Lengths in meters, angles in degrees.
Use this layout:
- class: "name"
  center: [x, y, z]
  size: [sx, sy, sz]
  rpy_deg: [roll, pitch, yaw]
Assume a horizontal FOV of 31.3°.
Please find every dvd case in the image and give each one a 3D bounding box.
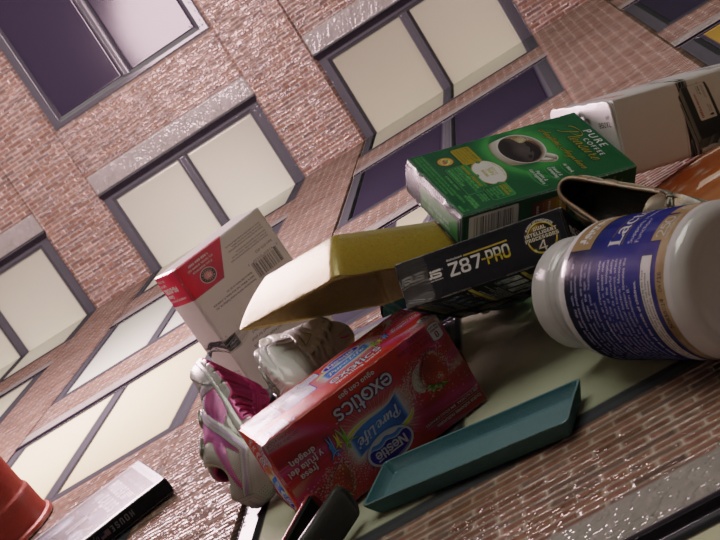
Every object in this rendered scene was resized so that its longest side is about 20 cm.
- class: "dvd case"
  center: [-0.320, 0.303, 1.516]
  size: [0.199, 0.025, 0.150]
  rpy_deg: [-38, 13, -17]

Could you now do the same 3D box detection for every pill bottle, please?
- class: "pill bottle"
  center: [0.226, 0.012, 1.001]
  size: [0.115, 0.116, 0.200]
  rpy_deg: [-38, 13, -24]

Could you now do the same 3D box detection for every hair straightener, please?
- class: "hair straightener"
  center: [-0.049, 0.239, 1.005]
  size: [0.077, 0.041, 0.200]
  rpy_deg: [-25, 15, 37]

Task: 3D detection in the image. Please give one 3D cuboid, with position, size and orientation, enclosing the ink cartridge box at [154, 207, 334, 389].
- class: "ink cartridge box"
  center: [-0.140, 0.047, 1.634]
  size: [0.145, 0.201, 0.084]
  rpy_deg: [-39, 11, -26]

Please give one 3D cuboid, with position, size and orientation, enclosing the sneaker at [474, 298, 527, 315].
- class: "sneaker"
  center: [0.158, -0.005, 1.411]
  size: [0.079, 0.078, 0.200]
  rpy_deg: [-9, 21, 12]

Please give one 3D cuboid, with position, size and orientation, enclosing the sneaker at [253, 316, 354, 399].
- class: "sneaker"
  center: [-0.052, 0.086, 1.311]
  size: [0.099, 0.078, 0.200]
  rpy_deg: [-30, 13, 0]

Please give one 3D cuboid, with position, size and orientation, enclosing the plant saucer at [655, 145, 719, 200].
- class: "plant saucer"
  center: [0.347, -0.074, 1.215]
  size: [0.199, 0.038, 0.200]
  rpy_deg: [-33, 12, 8]

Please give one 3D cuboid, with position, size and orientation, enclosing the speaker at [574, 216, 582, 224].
- class: "speaker"
  center: [0.196, -0.076, 1.388]
  size: [0.088, 0.089, 0.200]
  rpy_deg: [-35, 30, -11]

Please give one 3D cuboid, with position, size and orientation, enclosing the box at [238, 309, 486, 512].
- class: "box"
  center: [0.001, 0.130, 1.173]
  size: [0.199, 0.096, 0.100]
  rpy_deg: [-36, 13, -14]

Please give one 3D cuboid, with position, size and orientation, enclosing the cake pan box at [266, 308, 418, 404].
- class: "cake pan box"
  center: [-0.031, 0.127, 1.388]
  size: [0.199, 0.053, 0.184]
  rpy_deg: [-24, 13, 39]

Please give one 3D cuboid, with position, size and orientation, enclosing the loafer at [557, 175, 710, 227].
- class: "loafer"
  center: [0.253, -0.043, 1.138]
  size: [0.199, 0.063, 0.073]
  rpy_deg: [25, 95, 54]

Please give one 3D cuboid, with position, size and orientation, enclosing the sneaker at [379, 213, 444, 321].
- class: "sneaker"
  center: [0.081, -0.006, 1.414]
  size: [0.088, 0.074, 0.200]
  rpy_deg: [-62, -2, -35]

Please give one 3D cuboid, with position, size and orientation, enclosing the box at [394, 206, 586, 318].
- class: "box"
  center: [0.137, -0.001, 1.210]
  size: [0.160, 0.050, 0.200]
  rpy_deg: [-21, -11, 17]

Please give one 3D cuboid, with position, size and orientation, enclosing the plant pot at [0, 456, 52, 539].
- class: "plant pot"
  center: [-0.552, 0.299, 1.727]
  size: [0.200, 0.196, 0.201]
  rpy_deg: [-31, 12, 7]

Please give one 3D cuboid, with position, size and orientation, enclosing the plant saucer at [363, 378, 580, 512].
- class: "plant saucer"
  center: [0.093, 0.147, 1.055]
  size: [0.199, 0.019, 0.070]
  rpy_deg: [-27, 14, 27]

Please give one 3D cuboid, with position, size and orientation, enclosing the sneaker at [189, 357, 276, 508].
- class: "sneaker"
  center: [-0.132, 0.163, 1.300]
  size: [0.088, 0.081, 0.200]
  rpy_deg: [-52, 39, 9]

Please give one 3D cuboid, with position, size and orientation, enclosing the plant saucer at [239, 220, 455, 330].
- class: "plant saucer"
  center: [0.000, 0.000, 1.282]
  size: [0.199, 0.049, 0.199]
  rpy_deg: [-9, -11, -36]

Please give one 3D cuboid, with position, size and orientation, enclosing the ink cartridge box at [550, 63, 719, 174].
- class: "ink cartridge box"
  center: [0.324, -0.160, 1.370]
  size: [0.198, 0.085, 0.144]
  rpy_deg: [-17, 6, -16]

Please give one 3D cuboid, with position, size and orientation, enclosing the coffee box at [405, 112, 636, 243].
- class: "coffee box"
  center: [0.159, -0.091, 1.277]
  size: [0.198, 0.044, 0.123]
  rpy_deg: [-18, 38, -19]
